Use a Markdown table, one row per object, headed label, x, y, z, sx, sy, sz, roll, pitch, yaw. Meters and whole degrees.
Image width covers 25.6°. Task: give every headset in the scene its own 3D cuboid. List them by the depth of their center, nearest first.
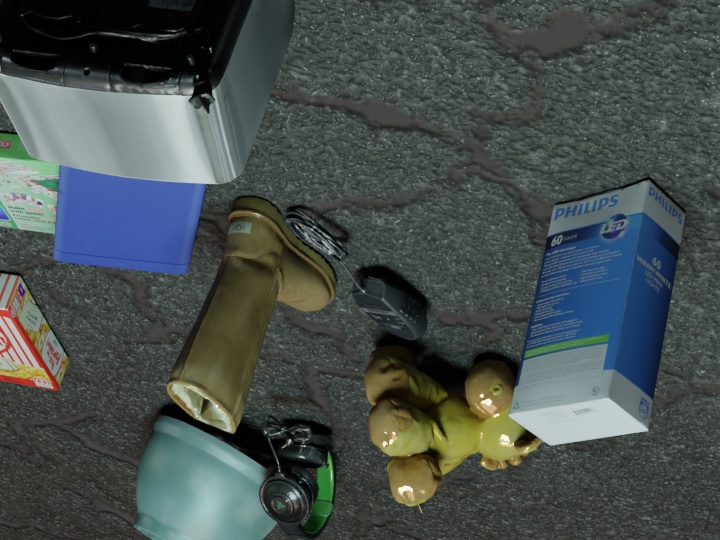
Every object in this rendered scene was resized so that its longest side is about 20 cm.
| label | x | y | z | sx | sy | sz | roll | pitch | yaw |
| --- | --- | --- | --- | --- | --- | --- | --- | --- | --- |
| headset | -0.064 | 0.236 | 1.866 | 0.093 | 0.124 | 0.201 | 1 | 143 | 25 |

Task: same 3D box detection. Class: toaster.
| label | x | y | z | sx | sy | sz | roll | pitch | yaw |
| --- | --- | --- | --- | --- | --- | --- | --- | --- | --- |
| toaster | -0.151 | -0.162 | 1.109 | 0.179 | 0.201 | 0.119 | 7 | 147 | 14 |

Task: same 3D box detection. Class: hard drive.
| label | x | y | z | sx | sy | sz | roll | pitch | yaw |
| --- | --- | --- | --- | --- | --- | --- | --- | --- | --- |
| hard drive | -0.213 | -0.063 | 1.458 | 0.131 | 0.026 | 0.200 | 6 | 148 | -10 |

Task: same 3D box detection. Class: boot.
| label | x | y | z | sx | sy | sz | roll | pitch | yaw |
| --- | --- | --- | --- | --- | --- | --- | --- | --- | --- |
| boot | -0.101 | 0.059 | 1.476 | 0.066 | 0.201 | 0.175 | -4 | 146 | 32 |

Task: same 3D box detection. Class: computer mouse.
| label | x | y | z | sx | sy | sz | roll | pitch | yaw |
| --- | --- | --- | --- | --- | --- | --- | --- | --- | --- |
| computer mouse | 0.000 | 0.000 | 1.510 | 0.058 | 0.034 | 0.200 | 9 | 151 | 49 |

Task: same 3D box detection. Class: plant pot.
| label | x | y | z | sx | sy | sz | roll | pitch | yaw |
| --- | --- | --- | --- | --- | --- | --- | --- | --- | --- |
| plant pot | -0.197 | 0.287 | 1.951 | 0.199 | 0.135 | 0.200 | 28 | 164 | 9 |

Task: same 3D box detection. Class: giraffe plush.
| label | x | y | z | sx | sy | sz | roll | pitch | yaw |
| --- | --- | --- | --- | --- | --- | --- | --- | --- | --- |
| giraffe plush | 0.108 | 0.157 | 1.625 | 0.161 | 0.173 | 0.201 | -16 | 133 | 11 |

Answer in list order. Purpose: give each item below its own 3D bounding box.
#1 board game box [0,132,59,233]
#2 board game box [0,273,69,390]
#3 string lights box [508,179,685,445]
| label | x | y | z | sx | sy | sz | roll | pitch | yaw |
| --- | --- | --- | --- | --- | --- | --- | --- | --- | --- |
| board game box | -0.329 | -0.083 | 1.520 | 0.198 | 0.029 | 0.135 | 7 | 150 | 15 |
| board game box | -0.435 | 0.063 | 1.817 | 0.150 | 0.047 | 0.200 | 8 | 151 | 13 |
| string lights box | 0.193 | 0.033 | 1.283 | 0.102 | 0.201 | 0.059 | -15 | 140 | 45 |
